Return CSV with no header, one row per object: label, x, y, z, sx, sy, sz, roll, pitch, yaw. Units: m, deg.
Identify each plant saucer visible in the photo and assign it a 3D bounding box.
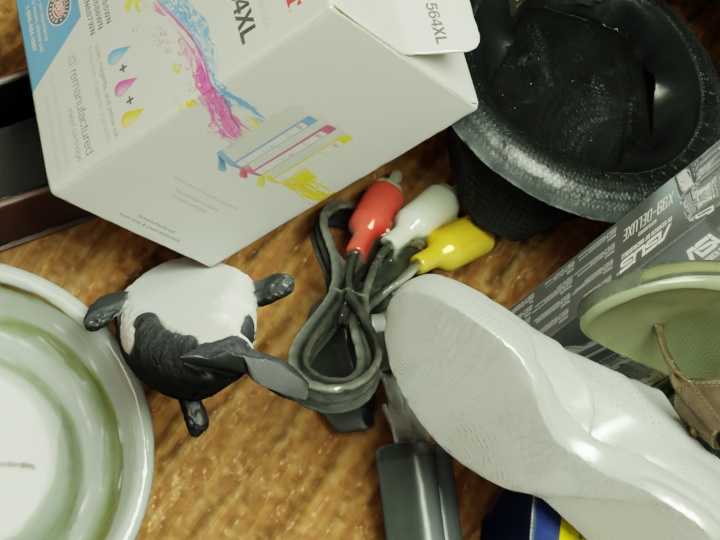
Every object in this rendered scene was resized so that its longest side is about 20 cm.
plant saucer,-0.205,0.096,0.952,0.199,0.050,0.201,2,77,-8

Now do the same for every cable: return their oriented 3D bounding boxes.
cable,0.000,0.000,0.960,0.097,0.051,0.200,21,30,15

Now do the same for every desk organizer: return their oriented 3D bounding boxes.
desk organizer,-0.230,-0.040,0.966,0.199,0.077,0.072,-21,81,-13

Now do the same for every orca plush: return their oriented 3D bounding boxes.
orca plush,-0.071,0.047,0.924,0.105,0.200,0.071,-15,105,-24

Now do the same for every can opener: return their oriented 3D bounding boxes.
can opener,0.020,0.109,0.993,0.066,0.053,0.201,-17,76,23

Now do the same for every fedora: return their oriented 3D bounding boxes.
fedora,0.104,-0.081,1.006,0.200,0.092,0.201,14,48,-16

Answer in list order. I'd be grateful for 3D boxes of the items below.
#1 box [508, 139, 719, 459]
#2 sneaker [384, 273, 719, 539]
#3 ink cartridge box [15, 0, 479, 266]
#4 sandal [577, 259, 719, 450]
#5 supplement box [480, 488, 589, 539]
box,0.181,0.033,0.935,0.157,0.200,0.050,30,46,-19
sneaker,0.101,0.067,0.900,0.200,0.075,0.088,40,41,4
ink cartridge box,-0.048,-0.116,0.913,0.200,0.125,0.129,-30,58,25
sandal,0.189,0.059,0.878,0.201,0.080,0.058,33,45,-21
supplement box,0.166,0.169,0.949,0.199,0.109,0.110,14,52,-6
